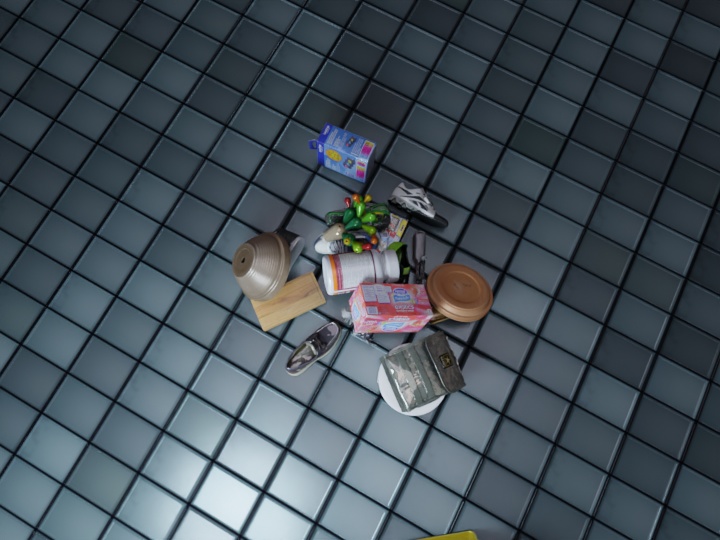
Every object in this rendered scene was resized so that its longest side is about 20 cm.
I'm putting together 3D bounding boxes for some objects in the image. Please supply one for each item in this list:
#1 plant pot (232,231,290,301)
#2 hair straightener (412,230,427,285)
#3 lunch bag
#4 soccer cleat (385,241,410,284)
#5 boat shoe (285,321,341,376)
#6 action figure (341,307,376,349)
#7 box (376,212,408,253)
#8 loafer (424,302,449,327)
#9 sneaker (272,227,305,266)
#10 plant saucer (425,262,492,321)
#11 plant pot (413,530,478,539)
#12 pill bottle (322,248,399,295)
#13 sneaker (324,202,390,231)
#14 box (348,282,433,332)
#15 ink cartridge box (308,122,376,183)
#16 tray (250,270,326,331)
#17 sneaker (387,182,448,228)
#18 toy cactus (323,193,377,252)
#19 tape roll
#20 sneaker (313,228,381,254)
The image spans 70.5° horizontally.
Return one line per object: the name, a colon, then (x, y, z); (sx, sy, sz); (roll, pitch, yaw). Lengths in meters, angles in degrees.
plant pot: (-0.296, -0.019, 1.439); (0.199, 0.092, 0.203); (-14, 67, 37)
hair straightener: (0.171, -0.022, 1.503); (0.040, 0.077, 0.202); (7, 77, 0)
lunch bag: (0.176, 0.271, 1.382); (0.198, 0.118, 0.165); (-21, 78, -11)
soccer cleat: (0.113, 0.017, 1.473); (0.067, 0.081, 0.203); (-7, 94, -27)
boat shoe: (-0.134, 0.222, 1.452); (0.200, 0.065, 0.072); (-40, 79, -9)
action figure: (-0.003, 0.125, 1.451); (0.101, 0.119, 0.202); (-5, 65, -3)
box: (0.044, -0.087, 1.537); (0.135, 0.038, 0.202); (24, 78, 6)
loafer: (0.184, 0.128, 1.463); (0.198, 0.072, 0.074); (-20, 106, -3)
sneaker: (-0.255, -0.037, 1.516); (0.099, 0.071, 0.201); (34, 90, 25)
plant saucer: (0.286, 0.055, 1.464); (0.198, 0.032, 0.202); (7, 50, -8)
plant pot: (0.223, 0.797, 1.267); (0.197, 0.200, 0.179); (-9, 88, -2)
pill bottle: (0.000, 0.000, 1.397); (0.198, 0.110, 0.111); (-8, 77, -10)
sneaker: (-0.008, -0.158, 1.507); (0.197, 0.079, 0.086); (-2, 43, 7)
box: (0.080, 0.101, 1.369); (0.198, 0.095, 0.104); (2, 55, -24)
ink cartridge box: (-0.058, -0.361, 1.549); (0.198, 0.137, 0.077); (25, 73, 5)
tray: (-0.212, 0.090, 1.497); (0.198, 0.037, 0.099); (-25, 79, -7)
sneaker: (0.189, -0.203, 1.546); (0.199, 0.074, 0.089); (30, 81, 6)
toy cactus: (-0.033, -0.122, 1.395); (0.164, 0.102, 0.202); (-22, 60, 25)
tape roll: (0.148, 0.308, 1.449); (0.200, 0.037, 0.205); (0, 78, 0)
sneaker: (-0.041, -0.078, 1.458); (0.197, 0.085, 0.078); (-8, 116, 8)
